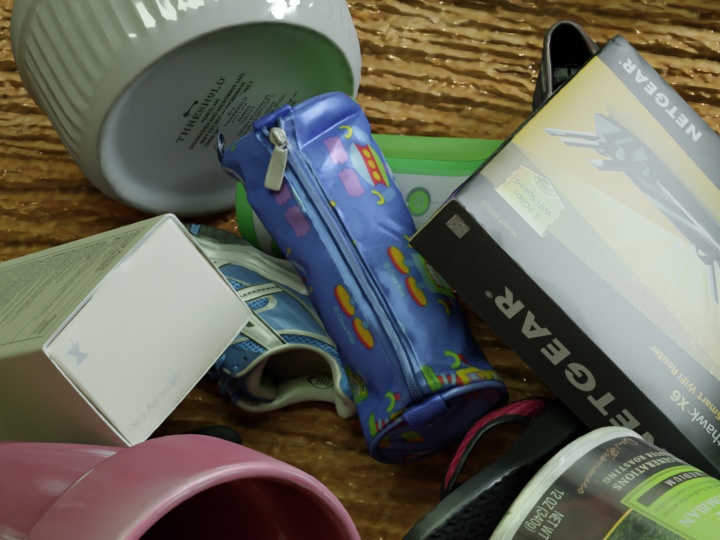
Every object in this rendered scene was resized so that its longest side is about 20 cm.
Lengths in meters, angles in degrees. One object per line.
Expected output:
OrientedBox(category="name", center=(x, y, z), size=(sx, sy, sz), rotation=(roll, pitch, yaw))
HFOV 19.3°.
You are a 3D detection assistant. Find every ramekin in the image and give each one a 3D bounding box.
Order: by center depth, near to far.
OrientedBox(category="ramekin", center=(-0.094, -0.122, 1.226), size=(0.200, 0.200, 0.105), rotation=(-22, 55, -7))

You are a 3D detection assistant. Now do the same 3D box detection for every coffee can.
OrientedBox(category="coffee can", center=(0.161, 0.175, 0.908), size=(0.200, 0.147, 0.146), rotation=(27, 59, 34))

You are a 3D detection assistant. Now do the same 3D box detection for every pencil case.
OrientedBox(category="pencil case", center=(0.000, 0.000, 1.083), size=(0.078, 0.087, 0.200), rotation=(-31, 72, 11))

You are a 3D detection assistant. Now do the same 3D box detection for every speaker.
OrientedBox(category="speaker", center=(0.032, -0.034, 1.165), size=(0.199, 0.089, 0.089), rotation=(5, 48, 32))

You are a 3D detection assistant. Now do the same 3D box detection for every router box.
OrientedBox(category="router box", center=(0.145, 0.002, 1.052), size=(0.200, 0.052, 0.157), rotation=(45, 54, 0))

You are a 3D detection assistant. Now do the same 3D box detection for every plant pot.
OrientedBox(category="plant pot", center=(-0.122, 0.162, 0.972), size=(0.179, 0.200, 0.200), rotation=(15, 52, 42))

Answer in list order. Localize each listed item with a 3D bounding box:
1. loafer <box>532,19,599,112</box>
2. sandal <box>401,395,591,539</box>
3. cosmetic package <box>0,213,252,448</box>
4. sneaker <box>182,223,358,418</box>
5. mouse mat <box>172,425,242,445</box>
OrientedBox(category="loafer", center=(0.132, -0.062, 1.198), size=(0.072, 0.063, 0.200), rotation=(-14, 45, 2))
OrientedBox(category="sandal", center=(0.080, 0.095, 1.059), size=(0.045, 0.075, 0.200), rotation=(32, 53, 29))
OrientedBox(category="cosmetic package", center=(-0.156, 0.040, 1.101), size=(0.104, 0.073, 0.200), rotation=(-49, 21, -28))
OrientedBox(category="sneaker", center=(-0.071, 0.029, 1.154), size=(0.199, 0.076, 0.077), rotation=(7, 49, 19))
OrientedBox(category="mouse mat", center=(-0.154, 0.159, 1.103), size=(0.199, 0.008, 0.161), rotation=(-11, 46, 3))
